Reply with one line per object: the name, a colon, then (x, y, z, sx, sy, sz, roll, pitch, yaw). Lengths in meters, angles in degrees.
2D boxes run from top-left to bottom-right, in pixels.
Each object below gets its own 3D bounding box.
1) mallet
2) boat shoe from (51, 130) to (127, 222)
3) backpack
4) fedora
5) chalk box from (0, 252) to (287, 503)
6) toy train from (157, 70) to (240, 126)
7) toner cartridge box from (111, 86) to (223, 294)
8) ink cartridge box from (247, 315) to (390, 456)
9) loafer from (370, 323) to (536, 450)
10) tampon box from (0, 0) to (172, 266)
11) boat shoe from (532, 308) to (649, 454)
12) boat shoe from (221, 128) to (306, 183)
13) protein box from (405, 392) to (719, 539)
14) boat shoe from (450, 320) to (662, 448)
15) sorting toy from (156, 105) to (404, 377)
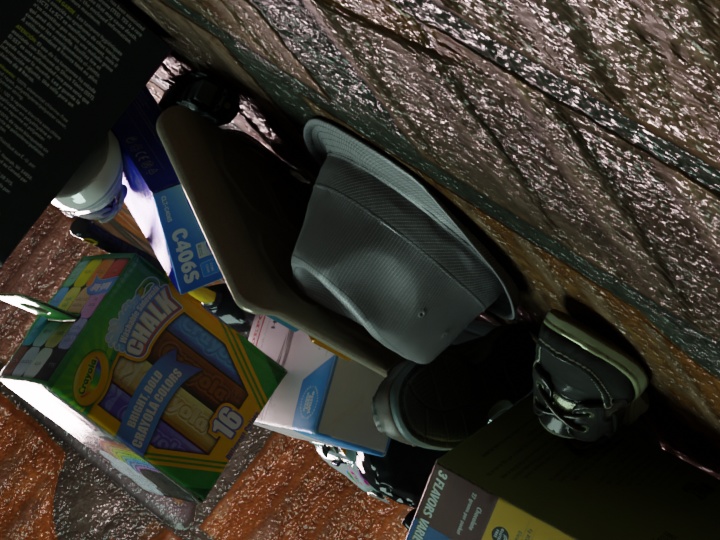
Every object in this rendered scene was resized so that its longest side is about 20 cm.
mallet: (-0.145, 0.002, 1.844, 0.066, 0.041, 0.200, -3, 157, 32)
boat shoe: (-0.208, -0.068, 1.762, 0.068, 0.072, 0.200, 43, 168, -23)
backpack: (0.029, 0.106, 1.906, 0.126, 0.167, 0.200, 38, 170, -16)
fedora: (0.014, -0.005, 1.559, 0.177, 0.090, 0.200, 34, 173, 32)
chalk box: (-0.182, 0.066, 1.780, 0.200, 0.124, 0.125, 41, 164, -22)
toy train: (-0.121, -0.124, 1.749, 0.046, 0.034, 0.200, 28, 176, -13)
toner cartridge box: (-0.157, -0.076, 1.768, 0.200, 0.043, 0.095, -126, 17, -51)
ink cartridge box: (-0.038, 0.073, 1.832, 0.068, 0.116, 0.200, 19, 173, -26)
loafer: (0.058, 0.087, 1.664, 0.063, 0.072, 0.200, -12, -177, 33)
tampon box: (-0.259, -0.129, 1.694, 0.126, 0.200, 0.150, 41, 174, -24)
boat shoe: (0.147, 0.082, 1.552, 0.072, 0.066, 0.201, 33, 174, 19)
boat shoe: (-0.080, -0.059, 1.822, 0.200, 0.075, 0.061, 64, -162, -57)
protein box: (0.153, 0.206, 1.637, 0.200, 0.135, 0.198, 28, -157, 18)
boat shoe: (0.138, 0.107, 1.780, 0.200, 0.072, 0.062, 33, 171, 20)
sorting toy: (-0.055, -0.014, 1.664, 0.200, 0.036, 0.186, 25, -148, -52)
